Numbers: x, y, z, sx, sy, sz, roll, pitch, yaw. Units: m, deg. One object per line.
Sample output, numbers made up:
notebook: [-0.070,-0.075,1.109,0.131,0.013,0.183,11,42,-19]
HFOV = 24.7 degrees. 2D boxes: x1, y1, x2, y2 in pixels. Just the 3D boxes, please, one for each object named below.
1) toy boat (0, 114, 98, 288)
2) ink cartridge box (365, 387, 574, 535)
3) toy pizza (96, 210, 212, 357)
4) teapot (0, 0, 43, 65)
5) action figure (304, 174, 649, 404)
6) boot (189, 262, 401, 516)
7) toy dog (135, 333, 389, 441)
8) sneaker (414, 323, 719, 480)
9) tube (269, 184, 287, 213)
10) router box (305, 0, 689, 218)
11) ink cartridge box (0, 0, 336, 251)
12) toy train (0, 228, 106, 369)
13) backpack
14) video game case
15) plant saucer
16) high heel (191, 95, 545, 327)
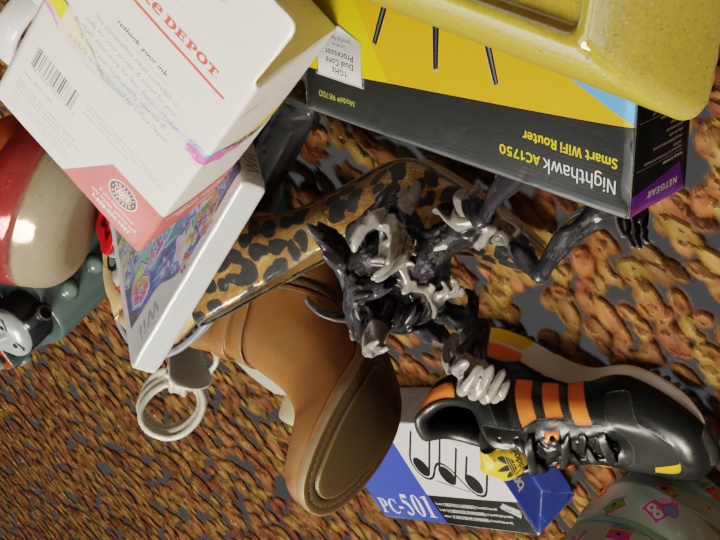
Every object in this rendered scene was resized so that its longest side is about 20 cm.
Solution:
toy boat: [-0.240,-0.084,1.127,0.129,0.201,0.131,8,135,-6]
ink cartridge box: [0.057,0.132,1.164,0.094,0.044,0.199,56,154,-14]
toy pizza: [-0.125,-0.044,1.064,0.031,0.203,0.199,12,174,-33]
teapot: [-0.155,-0.207,0.902,0.196,0.146,0.201,17,142,48]
action figure: [0.044,-0.001,0.844,0.119,0.103,0.199,42,125,-18]
boot: [-0.048,0.052,1.015,0.153,0.202,0.074,4,147,28]
toy dog: [-0.079,0.047,1.111,0.197,0.134,0.096,-2,172,12]
sneaker: [0.117,0.098,0.970,0.199,0.090,0.070,18,142,47]
tube: [-0.070,0.001,1.183,0.077,0.050,0.201,35,156,23]
router box: [0.058,-0.125,0.738,0.199,0.051,0.151,23,124,40]
ink cartridge box: [-0.091,-0.113,0.805,0.117,0.067,0.200,48,139,2]
toy train: [-0.229,0.000,1.266,0.113,0.200,0.086,-17,112,46]
backpack: [0.199,0.216,0.969,0.200,0.126,0.167,43,143,12]
video game case: [-0.111,-0.058,0.978,0.144,0.018,0.201,-56,32,29]
plant saucer: [0.056,-0.176,0.639,0.199,0.048,0.202,27,123,37]
high heel: [0.000,0.000,0.939,0.198,0.144,0.071,26,176,20]
